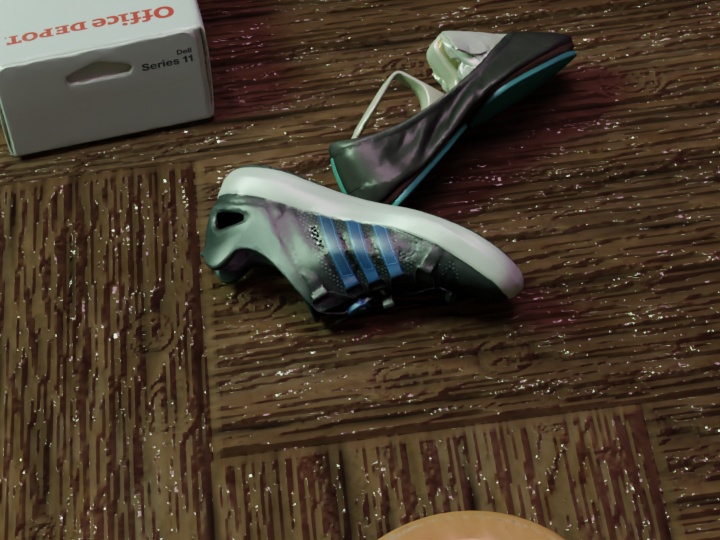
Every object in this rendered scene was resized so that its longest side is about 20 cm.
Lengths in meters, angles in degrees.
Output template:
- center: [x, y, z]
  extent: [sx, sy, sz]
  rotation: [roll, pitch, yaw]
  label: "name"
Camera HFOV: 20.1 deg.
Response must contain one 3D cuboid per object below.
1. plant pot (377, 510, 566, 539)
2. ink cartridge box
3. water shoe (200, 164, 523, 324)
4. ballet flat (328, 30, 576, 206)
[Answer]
- center: [0.053, 0.209, 0.962]
  extent: [0.198, 0.141, 0.201]
  rotation: [-4, 46, 4]
  label: "plant pot"
- center: [-0.187, -0.182, 1.394]
  extent: [0.145, 0.083, 0.201]
  rotation: [-11, 46, -5]
  label: "ink cartridge box"
- center: [0.000, 0.000, 1.229]
  extent: [0.199, 0.072, 0.079]
  rotation: [17, 78, 19]
  label: "water shoe"
- center: [0.057, -0.112, 1.304]
  extent: [0.200, 0.068, 0.068]
  rotation: [-40, 88, -28]
  label: "ballet flat"
